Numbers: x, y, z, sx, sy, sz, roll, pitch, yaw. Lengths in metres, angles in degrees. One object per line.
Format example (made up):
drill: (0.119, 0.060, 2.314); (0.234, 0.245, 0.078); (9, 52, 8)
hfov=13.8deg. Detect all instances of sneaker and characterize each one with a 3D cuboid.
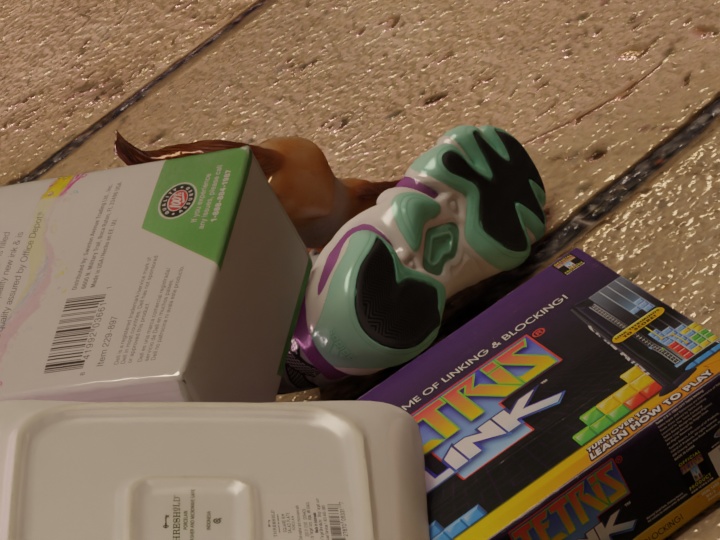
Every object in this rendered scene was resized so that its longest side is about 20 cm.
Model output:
sneaker: (0.000, 0.000, 1.487); (0.140, 0.078, 0.200); (-24, 9, 40)

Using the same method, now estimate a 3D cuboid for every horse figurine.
horse figurine: (-0.047, -0.032, 1.520); (0.132, 0.200, 0.050); (-22, 67, 19)

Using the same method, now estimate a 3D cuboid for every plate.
plate: (-0.067, 0.110, 1.188); (0.199, 0.032, 0.200); (0, 36, -4)

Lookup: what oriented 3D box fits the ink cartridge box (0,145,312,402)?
ink cartridge box: (-0.138, 0.033, 1.379); (0.199, 0.088, 0.146); (-7, 46, 23)

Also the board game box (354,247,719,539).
board game box: (0.062, 0.086, 1.293); (0.200, 0.057, 0.165); (-35, 28, -10)
